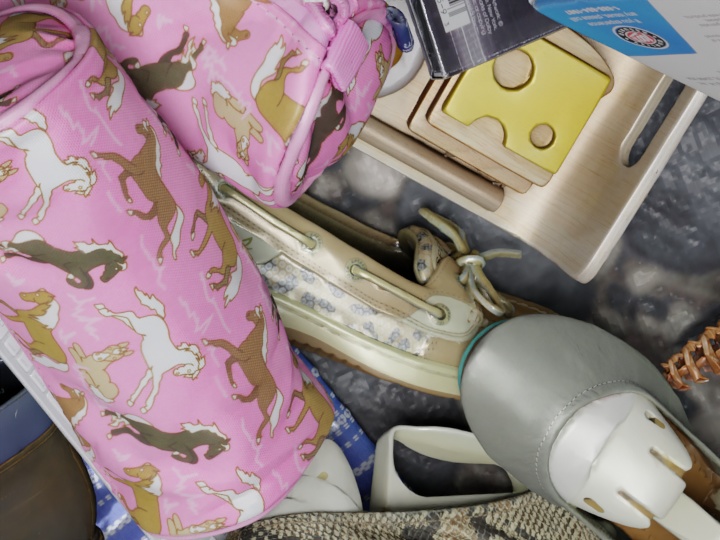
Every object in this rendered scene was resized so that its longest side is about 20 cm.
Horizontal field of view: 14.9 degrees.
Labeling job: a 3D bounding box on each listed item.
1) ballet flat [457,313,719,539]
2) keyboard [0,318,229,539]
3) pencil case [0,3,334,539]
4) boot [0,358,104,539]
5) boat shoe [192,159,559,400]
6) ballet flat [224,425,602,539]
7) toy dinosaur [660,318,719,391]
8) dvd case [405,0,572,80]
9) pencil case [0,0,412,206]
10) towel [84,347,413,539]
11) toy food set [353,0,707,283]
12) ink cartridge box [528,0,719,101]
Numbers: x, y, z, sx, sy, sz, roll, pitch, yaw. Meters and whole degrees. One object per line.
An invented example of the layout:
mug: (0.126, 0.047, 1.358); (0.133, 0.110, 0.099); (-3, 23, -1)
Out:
ballet flat: (0.113, 0.081, 1.059); (0.067, 0.064, 0.200); (-50, 131, -1)
keyboard: (-0.075, 0.065, 1.027); (0.200, 0.011, 0.056); (56, 50, -35)
pencil case: (-0.085, 0.005, 0.940); (0.083, 0.086, 0.200); (-52, 129, -26)
boot: (-0.185, 0.097, 0.981); (0.199, 0.075, 0.098); (-18, 115, -31)
boat shoe: (0.000, 0.000, 1.047); (0.199, 0.073, 0.063); (16, 101, -21)
ballet flat: (0.010, 0.098, 1.066); (0.199, 0.068, 0.076); (-2, 79, -34)
toy dinosaur: (0.223, 0.027, 1.096); (0.199, 0.102, 0.137); (-8, 92, 13)
dvd case: (0.085, -0.173, 0.997); (0.199, 0.016, 0.150); (-24, 103, -26)
pencil case: (-0.083, -0.106, 0.962); (0.199, 0.083, 0.087); (33, 101, 13)
towel: (-0.065, 0.096, 1.096); (0.145, 0.024, 0.200); (-37, 107, 3)
toy food set: (0.038, -0.100, 1.035); (0.199, 0.060, 0.144); (28, 100, -14)
ink cartridge box: (0.195, -0.122, 0.967); (0.199, 0.147, 0.145); (23, 80, -28)
